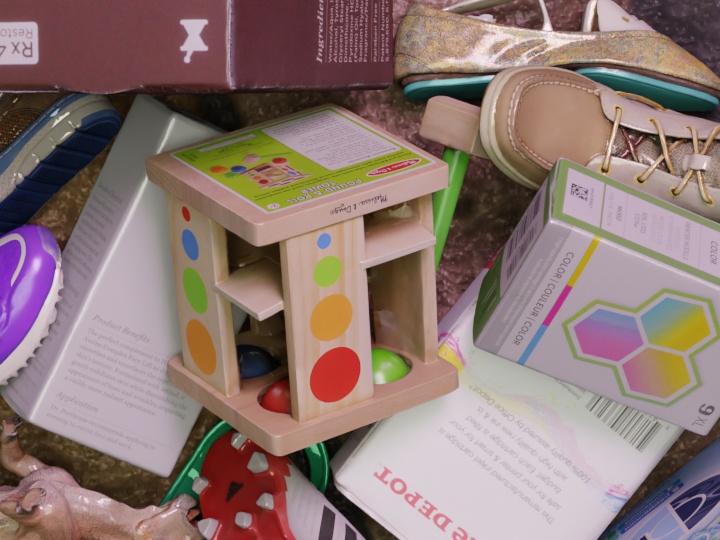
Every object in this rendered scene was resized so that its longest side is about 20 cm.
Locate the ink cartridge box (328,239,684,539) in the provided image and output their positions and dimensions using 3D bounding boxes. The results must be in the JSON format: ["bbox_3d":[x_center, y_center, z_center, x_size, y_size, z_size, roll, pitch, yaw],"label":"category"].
[{"bbox_3d":[0.097,0.087,1.629,0.147,0.086,0.200,40,91,-4],"label":"ink cartridge box"}]

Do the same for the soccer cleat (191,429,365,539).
[{"bbox_3d":[-0.029,0.167,1.600,0.069,0.200,0.085,-51,136,8],"label":"soccer cleat"}]

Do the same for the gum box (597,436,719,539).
[{"bbox_3d":[0.168,0.179,1.583,0.170,0.200,0.045,-39,95,2],"label":"gum box"}]

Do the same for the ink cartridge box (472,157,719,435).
[{"bbox_3d":[0.174,0.025,1.531,0.199,0.059,0.104,22,131,-10],"label":"ink cartridge box"}]

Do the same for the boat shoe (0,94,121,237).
[{"bbox_3d":[-0.232,-0.053,1.635,0.200,0.072,0.072,-39,71,11],"label":"boat shoe"}]

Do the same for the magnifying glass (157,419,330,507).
[{"bbox_3d":[-0.109,0.151,1.672,0.200,0.022,0.080,-31,93,0],"label":"magnifying glass"}]

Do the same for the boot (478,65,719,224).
[{"bbox_3d":[0.178,-0.063,1.546,0.200,0.154,0.072,19,85,-41],"label":"boot"}]

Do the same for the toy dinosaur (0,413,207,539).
[{"bbox_3d":[-0.201,0.162,1.633,0.199,0.086,0.136,-10,128,24],"label":"toy dinosaur"}]

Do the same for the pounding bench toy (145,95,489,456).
[{"bbox_3d":[0.000,0.000,1.565,0.199,0.124,0.157,-19,118,-28],"label":"pounding bench toy"}]

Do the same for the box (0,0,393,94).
[{"bbox_3d":[-0.094,-0.180,1.531,0.165,0.200,0.165,2,95,26],"label":"box"}]

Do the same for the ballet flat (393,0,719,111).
[{"bbox_3d":[0.118,-0.132,1.630,0.199,0.071,0.071,2,94,0],"label":"ballet flat"}]

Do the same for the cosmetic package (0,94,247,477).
[{"bbox_3d":[-0.122,0.009,1.620,0.101,0.074,0.201,25,93,-27],"label":"cosmetic package"}]

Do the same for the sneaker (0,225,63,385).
[{"bbox_3d":[-0.263,0.039,1.600,0.200,0.070,0.099,-42,133,14],"label":"sneaker"}]
